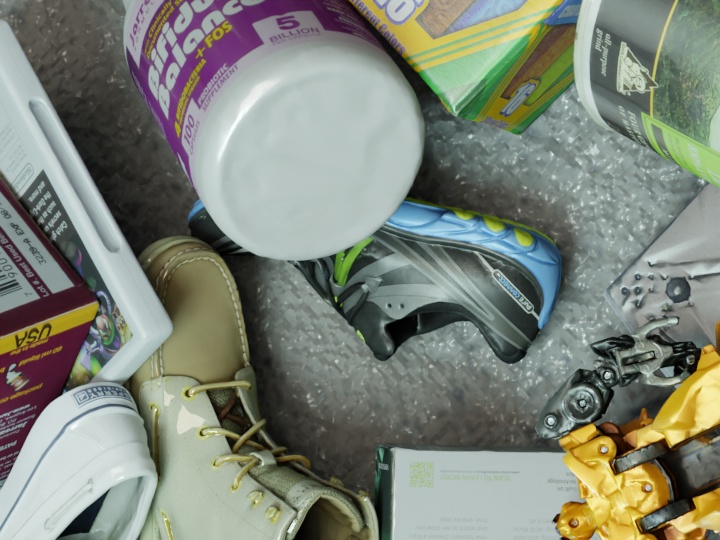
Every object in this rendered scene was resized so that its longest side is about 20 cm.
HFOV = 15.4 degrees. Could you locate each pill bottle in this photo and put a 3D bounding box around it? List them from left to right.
[{"bbox_3d":[-0.052,-0.100,1.291,0.112,0.112,0.200,-48,37,11],"label":"pill bottle"}]

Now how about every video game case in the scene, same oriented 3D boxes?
[{"bbox_3d":[-0.184,-0.002,1.364,0.182,0.023,0.200,61,140,12],"label":"video game case"}]

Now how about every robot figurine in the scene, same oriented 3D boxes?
[{"bbox_3d":[0.181,0.080,1.225,0.199,0.058,0.146,-26,79,16],"label":"robot figurine"}]

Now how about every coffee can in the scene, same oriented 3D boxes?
[{"bbox_3d":[0.215,-0.087,1.173,0.200,0.146,0.147,32,99,34],"label":"coffee can"}]

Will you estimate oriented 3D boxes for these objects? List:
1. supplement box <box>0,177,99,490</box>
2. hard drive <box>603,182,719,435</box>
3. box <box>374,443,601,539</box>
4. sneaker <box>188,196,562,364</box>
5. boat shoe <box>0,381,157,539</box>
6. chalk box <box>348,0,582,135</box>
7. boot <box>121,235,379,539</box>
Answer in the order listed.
[{"bbox_3d":[-0.219,0.053,1.341,0.110,0.085,0.200,50,137,21],"label":"supplement box"},{"bbox_3d":[0.227,0.039,1.264,0.200,0.042,0.135,46,102,15],"label":"hard drive"},{"bbox_3d":[0.076,0.185,1.279,0.144,0.036,0.201,3,87,-14],"label":"box"},{"bbox_3d":[0.000,0.000,1.329,0.199,0.071,0.083,14,92,19],"label":"sneaker"},{"bbox_3d":[-0.153,0.144,1.337,0.065,0.073,0.200,59,143,34],"label":"boat shoe"},{"bbox_3d":[0.092,-0.180,1.277,0.200,0.124,0.124,-45,75,14],"label":"chalk box"},{"bbox_3d":[-0.054,0.088,1.297,0.154,0.072,0.201,13,108,58],"label":"boot"}]
